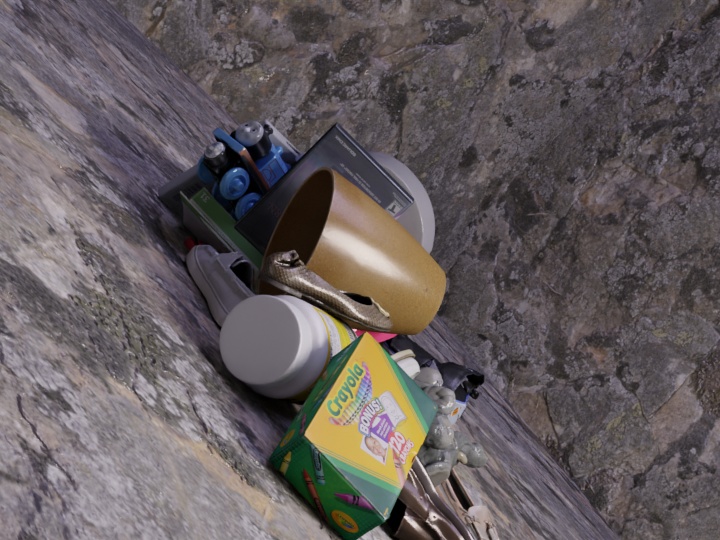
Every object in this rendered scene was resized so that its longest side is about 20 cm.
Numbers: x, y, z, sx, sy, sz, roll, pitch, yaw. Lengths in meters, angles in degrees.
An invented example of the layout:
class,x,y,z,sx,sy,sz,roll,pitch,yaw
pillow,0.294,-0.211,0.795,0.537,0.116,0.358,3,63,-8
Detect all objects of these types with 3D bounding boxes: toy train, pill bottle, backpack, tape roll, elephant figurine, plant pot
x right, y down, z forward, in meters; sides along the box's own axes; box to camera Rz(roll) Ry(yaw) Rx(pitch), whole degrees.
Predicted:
class,x,y,z,sx,sy,sz,roll,pitch,yaw
toy train,-0.142,-0.120,1.739,0.086,0.114,0.201,35,-17,40
pill bottle,-0.077,0.090,1.424,0.114,0.114,0.200,48,5,20
backpack,0.060,0.163,1.769,0.199,0.155,0.191,33,-1,4
tape roll,-0.002,-0.058,1.705,0.200,0.200,0.066,46,22,4
elephant figurine,0.068,0.226,1.561,0.201,0.153,0.142,77,18,-45
plant pot,0.000,0.000,1.587,0.199,0.187,0.187,27,12,-21

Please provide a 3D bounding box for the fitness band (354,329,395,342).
class,x,y,z,sx,sy,sz,roll,pitch,yaw
fitness band,-0.028,0.063,1.699,0.142,0.038,0.199,13,14,28

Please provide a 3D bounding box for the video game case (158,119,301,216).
class,x,y,z,sx,sy,sz,roll,pitch,yaw
video game case,-0.160,-0.113,1.843,0.182,0.199,0.022,42,27,-42

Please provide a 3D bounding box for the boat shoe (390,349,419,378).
class,x,y,z,sx,sy,sz,roll,pitch,yaw
boat shoe,0.007,0.158,1.441,0.069,0.075,0.199,49,47,12

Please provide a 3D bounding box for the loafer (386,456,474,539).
class,x,y,z,sx,sy,sz,roll,pitch,yaw
loafer,0.062,0.284,1.427,0.201,0.071,0.073,56,-28,4

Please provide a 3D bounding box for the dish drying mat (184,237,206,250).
class,x,y,z,sx,sy,sz,roll,pitch,yaw
dish drying mat,-0.159,0.036,1.686,0.200,0.018,0.077,48,1,22

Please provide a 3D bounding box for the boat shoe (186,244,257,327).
class,x,y,z,sx,sy,sz,roll,pitch,yaw
boat shoe,-0.161,0.013,1.573,0.072,0.068,0.200,43,6,-29

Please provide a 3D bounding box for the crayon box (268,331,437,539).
class,x,y,z,sx,sy,sz,roll,pitch,yaw
crayon box,-0.002,0.166,1.300,0.119,0.058,0.200,46,33,-9

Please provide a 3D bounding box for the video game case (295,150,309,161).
class,x,y,z,sx,sy,sz,roll,pitch,yaw
video game case,-0.019,-0.094,1.846,0.184,0.022,0.200,66,19,-3

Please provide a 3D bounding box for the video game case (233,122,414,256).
class,x,y,z,sx,sy,sz,roll,pitch,yaw
video game case,-0.049,-0.074,1.653,0.143,0.200,0.019,43,21,-12

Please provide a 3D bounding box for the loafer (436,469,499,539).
class,x,y,z,sx,sy,sz,roll,pitch,yaw
loafer,0.135,0.317,1.686,0.200,0.063,0.072,49,5,26

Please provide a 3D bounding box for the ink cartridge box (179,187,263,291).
class,x,y,z,sx,sy,sz,roll,pitch,yaw
ink cartridge box,-0.178,-0.046,1.709,0.146,0.048,0.200,46,-13,3

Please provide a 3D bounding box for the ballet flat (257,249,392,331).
class,x,y,z,sx,sy,sz,roll,pitch,yaw
ballet flat,-0.033,0.023,1.452,0.199,0.047,0.067,26,-3,-37
